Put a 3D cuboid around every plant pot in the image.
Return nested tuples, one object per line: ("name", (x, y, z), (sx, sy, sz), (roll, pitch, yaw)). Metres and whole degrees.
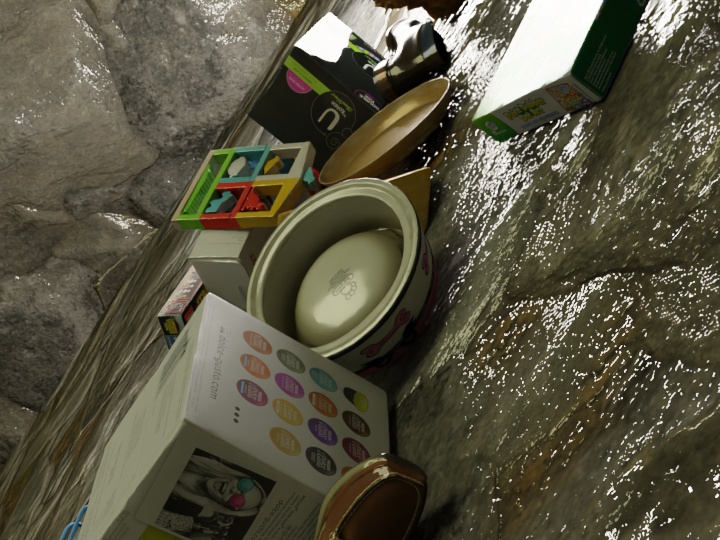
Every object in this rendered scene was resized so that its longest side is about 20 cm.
("plant pot", (0.035, -0.161, 1.542), (0.199, 0.028, 0.201), (-35, 17, 12))

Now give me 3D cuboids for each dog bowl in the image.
("dog bowl", (-0.012, 0.015, 1.220), (0.198, 0.074, 0.203), (-21, 48, 25))

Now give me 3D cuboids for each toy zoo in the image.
("toy zoo", (-0.139, -0.109, 1.639), (0.197, 0.021, 0.132), (-1, 49, 33))

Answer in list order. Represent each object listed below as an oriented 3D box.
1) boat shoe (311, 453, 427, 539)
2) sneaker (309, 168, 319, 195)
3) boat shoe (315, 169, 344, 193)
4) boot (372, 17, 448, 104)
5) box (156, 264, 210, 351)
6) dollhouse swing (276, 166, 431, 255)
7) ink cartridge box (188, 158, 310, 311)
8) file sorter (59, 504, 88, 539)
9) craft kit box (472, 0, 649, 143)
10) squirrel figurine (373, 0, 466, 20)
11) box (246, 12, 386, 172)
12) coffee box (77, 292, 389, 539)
("boat shoe", (-0.009, 0.228, 0.947), (0.202, 0.075, 0.074), (-60, 18, 26))
("sneaker", (-0.088, -0.110, 1.877), (0.201, 0.076, 0.086), (-55, 25, 39))
("boat shoe", (-0.023, -0.099, 1.617), (0.074, 0.069, 0.201), (-53, 16, 18))
("boot", (0.085, -0.299, 1.709), (0.096, 0.075, 0.201), (-24, 28, 28))
("box", (-0.201, 0.063, 1.711), (0.039, 0.139, 0.201), (-3, 30, 20))
("dollhouse swing", (0.000, 0.000, 1.420), (0.179, 0.179, 0.200), (-19, 3, -19))
("ink cartridge box", (-0.136, -0.043, 1.705), (0.085, 0.147, 0.202), (2, 50, 25))
("file sorter", (-0.276, 0.326, 1.504), (0.200, 0.122, 0.140), (-47, 19, 36))
("craft kit box", (0.203, -0.232, 1.203), (0.202, 0.048, 0.197), (-63, 13, -16))
("squirrel figurine", (0.069, -0.439, 1.757), (0.142, 0.185, 0.201), (-48, 18, 31))
("box", (-0.043, -0.244, 1.755), (0.125, 0.148, 0.200), (-50, 5, 27))
("coffee box", (-0.104, 0.184, 1.080), (0.201, 0.196, 0.201), (-53, 16, 23))
